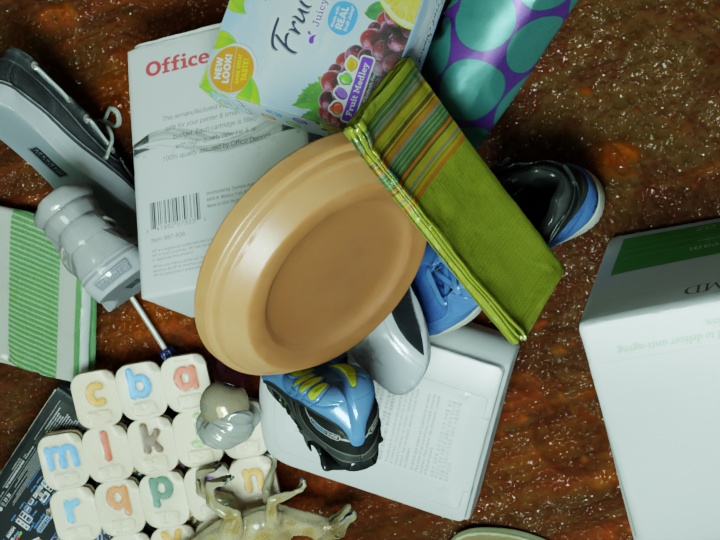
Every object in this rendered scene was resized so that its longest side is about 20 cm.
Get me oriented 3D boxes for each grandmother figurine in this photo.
[{"bbox_3d":[-0.103,0.046,1.480,0.060,0.121,0.201,5,98,-6],"label":"grandmother figurine"}]

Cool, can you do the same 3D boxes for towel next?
[{"bbox_3d":[-0.319,0.010,1.577,0.199,0.023,0.153,13,115,15],"label":"towel"},{"bbox_3d":[0.070,-0.048,1.261,0.018,0.086,0.200,-16,119,48],"label":"towel"}]

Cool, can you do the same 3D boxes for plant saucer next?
[{"bbox_3d":[-0.024,-0.004,1.272,0.037,0.200,0.201,42,125,34],"label":"plant saucer"}]

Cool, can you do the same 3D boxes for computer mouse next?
[{"bbox_3d":[0.000,0.000,1.401,0.110,0.044,0.201,-42,59,43],"label":"computer mouse"}]

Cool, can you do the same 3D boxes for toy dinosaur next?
[{"bbox_3d":[-0.107,0.215,1.533,0.199,0.058,0.102,-15,102,7],"label":"toy dinosaur"}]

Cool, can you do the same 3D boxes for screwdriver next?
[{"bbox_3d":[-0.177,0.055,1.555,0.028,0.029,0.200,-27,105,26],"label":"screwdriver"}]

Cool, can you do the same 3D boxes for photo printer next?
[{"bbox_3d":[0.016,0.102,1.495,0.199,0.069,0.167,17,118,10],"label":"photo printer"}]

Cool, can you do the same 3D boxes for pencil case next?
[{"bbox_3d":[0.096,-0.181,1.330,0.085,0.093,0.200,9,127,-38],"label":"pencil case"}]

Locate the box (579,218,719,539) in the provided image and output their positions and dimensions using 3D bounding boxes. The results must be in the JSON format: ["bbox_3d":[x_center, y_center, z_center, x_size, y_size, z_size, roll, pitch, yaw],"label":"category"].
[{"bbox_3d":[0.285,0.076,1.343,0.198,0.171,0.201,-10,111,21],"label":"box"}]

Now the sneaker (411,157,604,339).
[{"bbox_3d":[0.085,-0.017,1.371,0.199,0.111,0.077,-32,75,15],"label":"sneaker"}]

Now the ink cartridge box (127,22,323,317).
[{"bbox_3d":[-0.090,-0.079,1.380,0.144,0.084,0.201,-10,75,20],"label":"ink cartridge box"}]

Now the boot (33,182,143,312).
[{"bbox_3d":[-0.204,-0.026,1.449,0.073,0.200,0.096,-37,88,-5],"label":"boot"}]

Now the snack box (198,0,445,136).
[{"bbox_3d":[-0.014,-0.199,1.307,0.142,0.053,0.201,17,84,20],"label":"snack box"}]

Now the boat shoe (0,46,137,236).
[{"bbox_3d":[-0.226,-0.100,1.471,0.073,0.068,0.199,-9,138,47],"label":"boat shoe"}]

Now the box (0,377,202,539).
[{"bbox_3d":[-0.228,0.219,1.635,0.198,0.050,0.200,35,118,-2],"label":"box"}]

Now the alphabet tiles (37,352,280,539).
[{"bbox_3d":[-0.171,0.172,1.564,0.199,0.015,0.197,-10,102,7],"label":"alphabet tiles"}]

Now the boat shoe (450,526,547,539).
[{"bbox_3d":[0.161,0.281,1.538,0.200,0.063,0.073,27,119,3],"label":"boat shoe"}]

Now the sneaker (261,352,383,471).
[{"bbox_3d":[-0.027,0.106,1.362,0.070,0.200,0.083,-14,99,-10],"label":"sneaker"}]
